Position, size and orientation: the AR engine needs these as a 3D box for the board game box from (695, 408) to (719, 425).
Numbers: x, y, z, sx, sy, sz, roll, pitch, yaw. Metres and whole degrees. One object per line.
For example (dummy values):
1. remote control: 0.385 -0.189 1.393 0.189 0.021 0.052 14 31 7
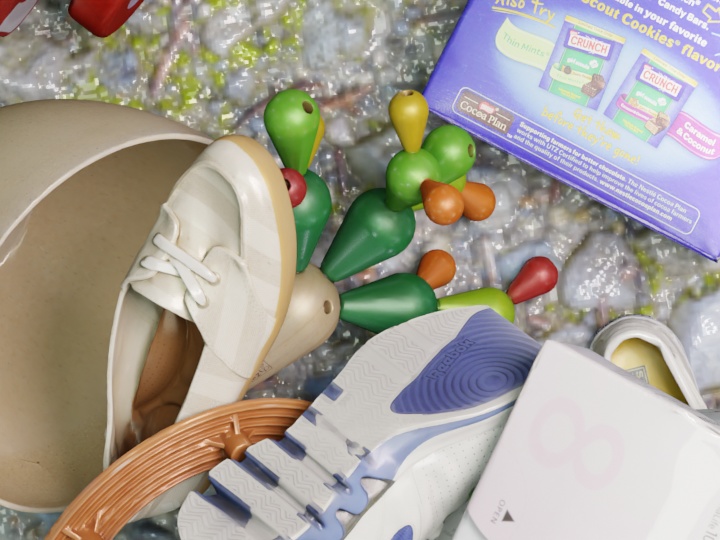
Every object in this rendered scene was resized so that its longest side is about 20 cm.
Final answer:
1. board game box: 0.236 0.139 1.411 0.199 0.064 0.149 0 92 -28

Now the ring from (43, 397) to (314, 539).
1. ring: -0.075 0.146 1.432 0.200 0.200 0.019 -44 52 4

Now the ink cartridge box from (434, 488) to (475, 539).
1. ink cartridge box: 0.034 0.201 1.449 0.117 0.067 0.201 30 95 45

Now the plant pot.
1. plant pot: -0.158 -0.003 1.441 0.134 0.200 0.201 34 95 38

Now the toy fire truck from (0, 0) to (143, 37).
1. toy fire truck: -0.131 -0.201 1.426 0.112 0.168 0.200 39 94 3

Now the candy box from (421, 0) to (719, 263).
1. candy box: 0.148 -0.131 1.452 0.168 0.077 0.201 28 95 5

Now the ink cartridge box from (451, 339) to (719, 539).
1. ink cartridge box: 0.134 0.146 1.320 0.199 0.057 0.163 30 100 34

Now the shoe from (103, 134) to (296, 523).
1. shoe: -0.080 0.032 1.381 0.070 0.053 0.201 29 119 26

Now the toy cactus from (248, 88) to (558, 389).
1. toy cactus: 0.000 0.000 1.431 0.165 0.200 0.102 -42 51 7

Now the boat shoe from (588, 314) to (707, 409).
1. boat shoe: 0.161 0.120 1.453 0.074 0.086 0.203 -15 90 5

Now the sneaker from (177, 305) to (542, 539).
1. sneaker: 0.010 0.110 1.403 0.199 0.116 0.081 -33 46 -17
